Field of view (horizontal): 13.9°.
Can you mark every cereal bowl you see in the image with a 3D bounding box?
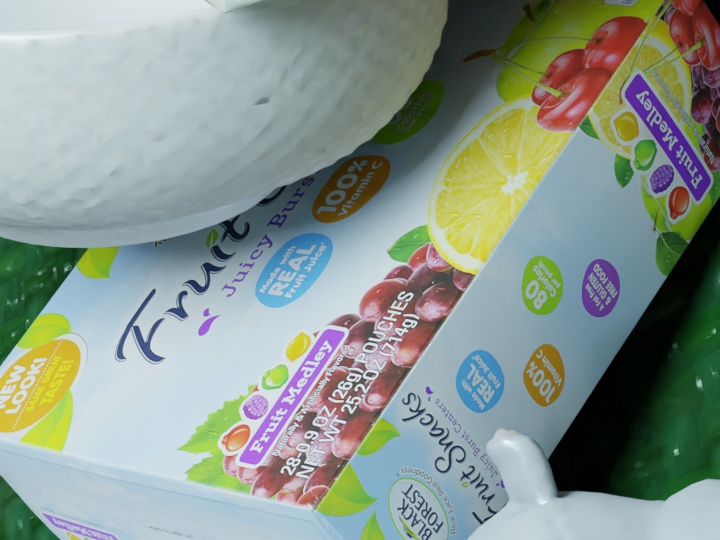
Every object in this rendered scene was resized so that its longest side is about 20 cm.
[{"bbox_3d":[-0.071,-0.063,0.838,0.200,0.200,0.083,26,129,49],"label":"cereal bowl"}]

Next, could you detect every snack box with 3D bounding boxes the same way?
[{"bbox_3d":[0.000,0.000,0.876,0.169,0.068,0.200,9,54,48],"label":"snack box"}]

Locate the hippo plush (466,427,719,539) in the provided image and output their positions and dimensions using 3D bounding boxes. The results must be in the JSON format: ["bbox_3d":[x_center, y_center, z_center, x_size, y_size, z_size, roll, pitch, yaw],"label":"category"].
[{"bbox_3d":[0.067,0.137,0.741,0.200,0.159,0.161,-6,29,7],"label":"hippo plush"}]

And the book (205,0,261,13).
[{"bbox_3d":[0.031,-0.134,0.785,0.200,0.048,0.134,-21,34,-14],"label":"book"}]
